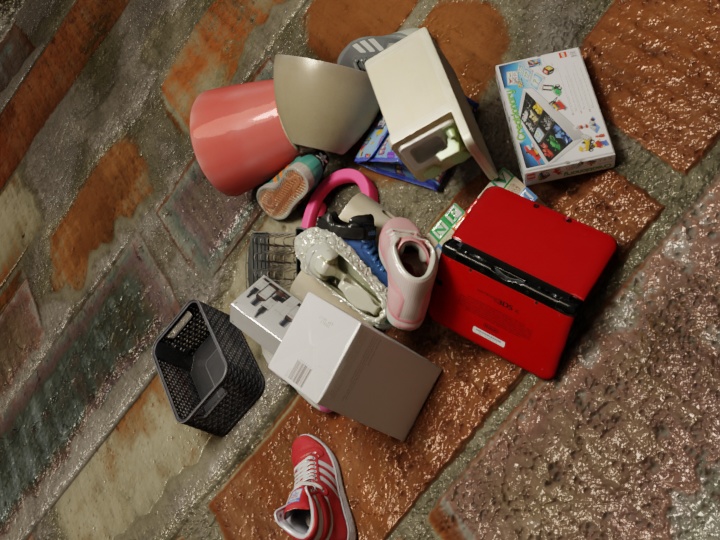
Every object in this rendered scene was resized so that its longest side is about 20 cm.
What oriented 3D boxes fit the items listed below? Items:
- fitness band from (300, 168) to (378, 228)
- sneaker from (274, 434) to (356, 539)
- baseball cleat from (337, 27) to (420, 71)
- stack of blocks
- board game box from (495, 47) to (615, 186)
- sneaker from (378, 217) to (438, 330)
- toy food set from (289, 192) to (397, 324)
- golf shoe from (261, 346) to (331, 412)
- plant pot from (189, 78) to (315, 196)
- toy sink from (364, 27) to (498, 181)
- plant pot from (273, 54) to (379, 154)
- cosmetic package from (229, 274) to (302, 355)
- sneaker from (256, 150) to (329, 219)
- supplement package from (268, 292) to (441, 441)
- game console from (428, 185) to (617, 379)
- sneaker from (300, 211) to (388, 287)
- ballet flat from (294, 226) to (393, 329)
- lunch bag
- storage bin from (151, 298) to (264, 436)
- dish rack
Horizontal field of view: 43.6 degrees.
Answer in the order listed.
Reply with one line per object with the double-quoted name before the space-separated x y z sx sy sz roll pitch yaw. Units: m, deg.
"fitness band" -0.039 -0.073 1.507 0.142 0.037 0.204 -2 69 41
"sneaker" -0.079 0.308 1.292 0.071 0.112 0.201 -42 47 16
"baseball cleat" 0.027 -0.364 1.558 0.198 0.070 0.107 -12 35 38
"stack of blocks" 0.168 -0.044 1.286 0.201 0.058 0.115 -50 45 11
"board game box" 0.269 -0.219 1.264 0.124 0.035 0.203 -11 58 5
"sneaker" 0.068 -0.026 1.226 0.202 0.074 0.106 -90 8 -46
"toy food set" 0.000 0.000 1.394 0.143 0.060 0.201 36 94 12
"golf shoe" -0.095 0.154 1.428 0.201 0.074 0.092 50 148 29
"plant pot" -0.184 -0.255 1.635 0.175 0.200 0.204 -14 59 27
"toy sink" 0.097 -0.209 1.270 0.111 0.130 0.203 -26 64 16
"plant pot" -0.060 -0.272 1.514 0.199 0.198 0.137 21 101 46
"cosmetic package" -0.102 0.096 1.382 0.199 0.051 0.082 34 55 19
"sneaker" -0.115 -0.150 1.585 0.080 0.072 0.199 -42 9 -32
"supplement package" -0.004 0.136 1.249 0.121 0.199 0.121 27 87 46
"game console" 0.211 0.014 1.194 0.198 0.118 0.175 27 124 27
"sneaker" 0.014 -0.021 1.321 0.197 0.077 0.113 22 100 19
"ballet flat" -0.023 0.007 1.263 0.199 0.072 0.072 39 96 17
"lunch bag" 0.075 -0.227 1.462 0.199 0.093 0.152 20 81 59
"storage bin" -0.264 0.166 1.549 0.135 0.093 0.201 -47 46 13
"dish rack" -0.136 0.005 1.506 0.198 0.054 0.157 3 94 43
